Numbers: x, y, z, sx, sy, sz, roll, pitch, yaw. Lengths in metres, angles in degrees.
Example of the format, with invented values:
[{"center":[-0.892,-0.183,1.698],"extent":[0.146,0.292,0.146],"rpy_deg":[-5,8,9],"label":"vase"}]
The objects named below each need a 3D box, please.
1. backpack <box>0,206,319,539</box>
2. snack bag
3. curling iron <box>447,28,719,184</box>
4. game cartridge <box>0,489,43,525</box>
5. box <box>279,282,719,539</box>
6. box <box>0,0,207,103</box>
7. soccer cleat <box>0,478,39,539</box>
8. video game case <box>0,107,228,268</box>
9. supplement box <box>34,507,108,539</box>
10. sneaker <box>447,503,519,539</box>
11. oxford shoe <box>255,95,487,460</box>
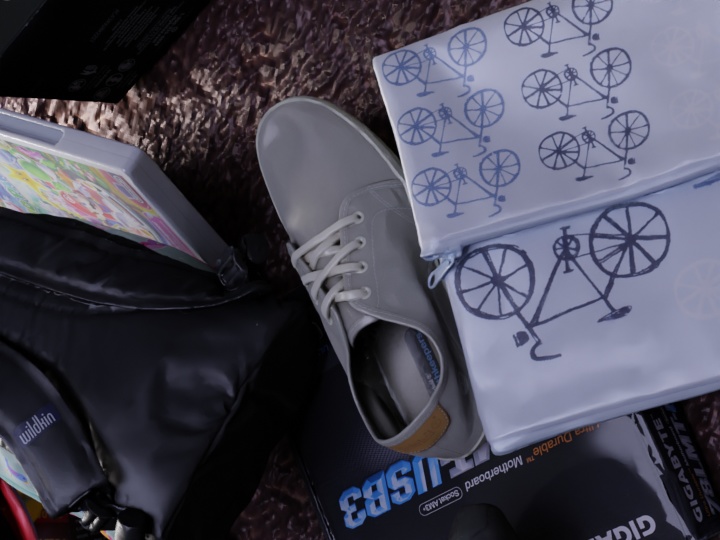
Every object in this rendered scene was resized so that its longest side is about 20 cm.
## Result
[{"center":[-0.137,0.054,0.842],"extent":[0.199,0.127,0.168],"rpy_deg":[21,63,23],"label":"backpack"},{"center":[0.113,-0.032,0.737],"extent":[0.187,0.021,0.202],"rpy_deg":[-16,76,13],"label":"snack bag"},{"center":[0.111,-0.065,0.784],"extent":[0.200,0.025,0.050],"rpy_deg":[38,107,28],"label":"curling iron"},{"center":[-0.256,0.104,0.992],"extent":[0.177,0.032,0.201],"rpy_deg":[48,121,24],"label":"game cartridge"},{"center":[0.054,0.073,0.824],"extent":[0.199,0.049,0.200],"rpy_deg":[-30,74,34],"label":"box"},{"center":[-0.180,-0.217,0.929],"extent":[0.148,0.124,0.201],"rpy_deg":[-43,70,29],"label":"box"},{"center":[-0.231,0.098,0.907],"extent":[0.201,0.066,0.077],"rpy_deg":[56,140,14],"label":"soccer cleat"},{"center":[-0.161,-0.043,0.925],"extent":[0.199,0.143,0.018],"rpy_deg":[18,69,34],"label":"video game case"},{"center":[-0.193,0.127,1.000],"extent":[0.108,0.061,0.202],"rpy_deg":[-6,90,36],"label":"supplement box"},{"center":[0.097,0.181,0.757],"extent":[0.090,0.076,0.201],"rpy_deg":[-16,120,18],"label":"sneaker"},{"center":[0.000,0.000,0.796],"extent":[0.075,0.057,0.201],"rpy_deg":[-40,68,34],"label":"oxford shoe"}]
